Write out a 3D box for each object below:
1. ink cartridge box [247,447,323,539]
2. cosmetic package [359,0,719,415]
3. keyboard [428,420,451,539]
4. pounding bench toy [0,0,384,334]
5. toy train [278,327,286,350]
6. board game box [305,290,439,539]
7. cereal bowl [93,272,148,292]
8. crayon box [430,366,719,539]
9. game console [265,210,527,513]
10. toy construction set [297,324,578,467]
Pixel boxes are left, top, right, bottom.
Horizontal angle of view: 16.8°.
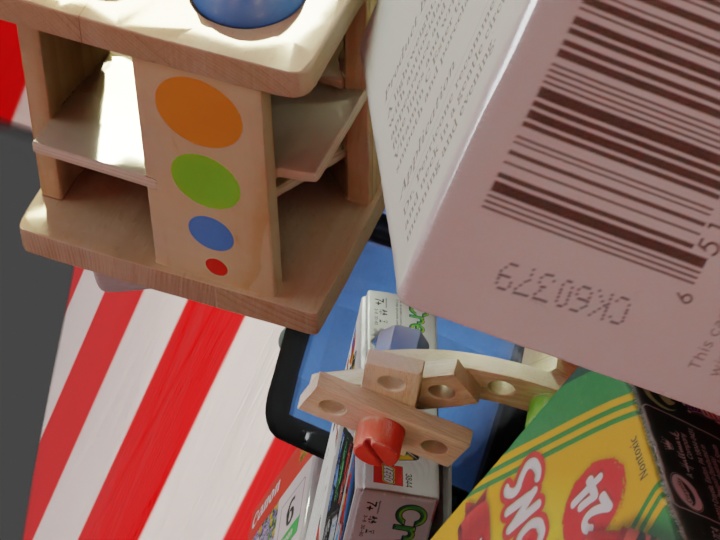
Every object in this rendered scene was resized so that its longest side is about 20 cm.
[{"bbox_3d":[-0.023,0.136,1.280,0.109,0.050,0.200,123,161,-48],"label":"ink cartridge box"},{"bbox_3d":[0.108,-0.075,0.751,0.200,0.165,0.165,-96,28,-62],"label":"cosmetic package"},{"bbox_3d":[0.027,0.145,0.977,0.200,0.011,0.056,-87,19,-52],"label":"keyboard"},{"bbox_3d":[-0.039,-0.112,0.920,0.156,0.124,0.200,89,-158,-49],"label":"pounding bench toy"},{"bbox_3d":[0.029,0.003,1.202,0.114,0.085,0.200,21,90,66],"label":"toy train"},{"bbox_3d":[-0.002,0.125,1.028,0.126,0.035,0.200,-89,10,-53],"label":"board game box"},{"bbox_3d":[-0.094,-0.090,1.208,0.200,0.083,0.200,177,90,-88],"label":"cereal bowl"},{"bbox_3d":[0.055,0.134,0.817,0.200,0.051,0.127,-53,26,26],"label":"crayon box"},{"bbox_3d":[0.000,0.000,1.083,0.119,0.172,0.200,-49,34,-16],"label":"game console"},{"bbox_3d":[0.060,-0.010,0.915,0.092,0.131,0.200,-10,53,56],"label":"toy construction set"}]
